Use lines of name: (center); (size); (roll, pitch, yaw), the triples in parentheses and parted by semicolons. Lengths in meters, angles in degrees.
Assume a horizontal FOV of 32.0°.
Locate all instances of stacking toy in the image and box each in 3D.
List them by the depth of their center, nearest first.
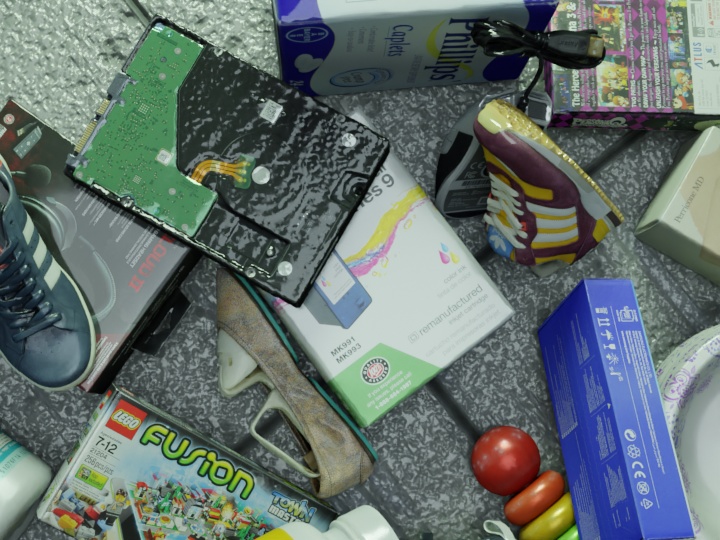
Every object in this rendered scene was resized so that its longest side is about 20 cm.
stacking toy: (0.155, 0.207, 0.964); (0.085, 0.085, 0.200); (-39, 81, -5)

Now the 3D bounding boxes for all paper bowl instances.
paper bowl: (0.309, 0.136, 0.960); (0.200, 0.104, 0.201); (0, 84, -2)

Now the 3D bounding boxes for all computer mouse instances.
computer mouse: (0.102, -0.114, 0.946); (0.110, 0.200, 0.044); (-6, 56, -27)

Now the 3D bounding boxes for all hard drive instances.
hard drive: (-0.097, -0.080, 0.915); (0.200, 0.038, 0.140); (29, 83, 4)

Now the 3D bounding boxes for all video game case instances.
video game case: (0.236, -0.208, 1.004); (0.181, 0.036, 0.200); (1, 73, -3)

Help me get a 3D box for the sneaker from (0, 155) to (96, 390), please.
sneaker: (-0.254, -0.006, 0.881); (0.075, 0.085, 0.200); (-30, 86, -4)

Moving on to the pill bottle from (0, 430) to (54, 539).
pill bottle: (-0.336, 0.138, 0.927); (0.200, 0.111, 0.111); (35, 84, 1)

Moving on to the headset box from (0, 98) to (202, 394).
headset box: (-0.224, -0.010, 0.963); (0.200, 0.077, 0.149); (36, 84, 3)

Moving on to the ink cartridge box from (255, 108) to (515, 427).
ink cartridge box: (0.000, 0.000, 0.967); (0.145, 0.088, 0.200); (-36, 84, -5)

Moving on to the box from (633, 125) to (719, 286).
box: (0.329, -0.020, 0.988); (0.200, 0.078, 0.095); (29, 84, 0)

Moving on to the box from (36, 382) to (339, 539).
box: (-0.128, 0.181, 0.943); (0.200, 0.035, 0.110); (31, 84, -16)

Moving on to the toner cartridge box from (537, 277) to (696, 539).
toner cartridge box: (0.184, 0.114, 0.925); (0.043, 0.095, 0.200); (0, 63, -16)

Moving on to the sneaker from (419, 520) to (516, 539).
sneaker: (0.063, 0.271, 0.956); (0.199, 0.079, 0.130); (-49, 56, 22)

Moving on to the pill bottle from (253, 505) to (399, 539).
pill bottle: (-0.063, 0.247, 0.887); (0.200, 0.111, 0.111); (-23, 86, -21)

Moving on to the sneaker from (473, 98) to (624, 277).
sneaker: (0.125, -0.050, 0.930); (0.090, 0.200, 0.075); (-45, 51, 10)

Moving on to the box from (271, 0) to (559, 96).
box: (0.033, -0.210, 0.939); (0.200, 0.184, 0.105); (-6, 82, -3)

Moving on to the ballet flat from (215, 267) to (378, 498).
ballet flat: (-0.067, 0.090, 0.963); (0.067, 0.068, 0.200); (-37, 86, -14)
